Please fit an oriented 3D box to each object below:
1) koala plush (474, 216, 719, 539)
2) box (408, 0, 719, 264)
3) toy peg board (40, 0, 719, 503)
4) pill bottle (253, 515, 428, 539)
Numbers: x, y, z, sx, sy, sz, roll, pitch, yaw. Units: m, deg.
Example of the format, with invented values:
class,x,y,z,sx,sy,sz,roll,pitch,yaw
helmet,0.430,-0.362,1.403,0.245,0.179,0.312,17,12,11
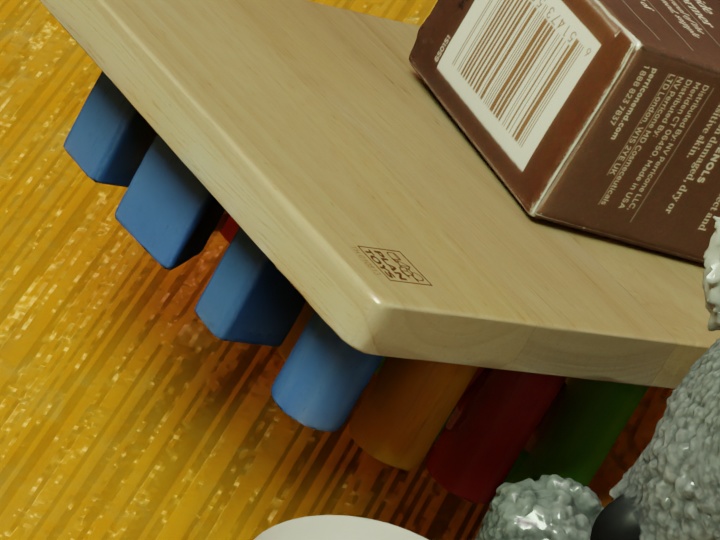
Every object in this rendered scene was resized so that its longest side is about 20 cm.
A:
class,x,y,z,sx,sy,sz,roll,pitch,yaw
koala plush,0.131,0.082,0.801,0.183,0.201,0.178,-9,44,-8
box,0.127,-0.052,0.963,0.199,0.075,0.100,15,27,-38
toy peg board,0.000,0.000,0.914,0.199,0.098,0.200,7,30,-45
pill bottle,-0.022,0.169,0.777,0.112,0.113,0.200,9,45,11
